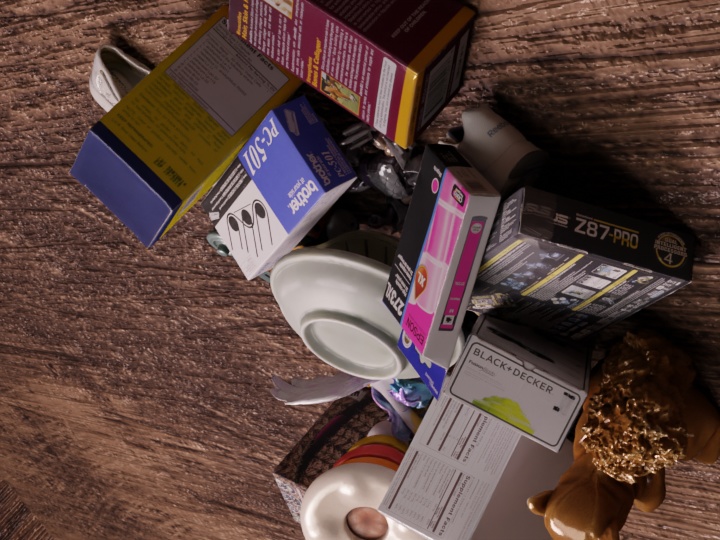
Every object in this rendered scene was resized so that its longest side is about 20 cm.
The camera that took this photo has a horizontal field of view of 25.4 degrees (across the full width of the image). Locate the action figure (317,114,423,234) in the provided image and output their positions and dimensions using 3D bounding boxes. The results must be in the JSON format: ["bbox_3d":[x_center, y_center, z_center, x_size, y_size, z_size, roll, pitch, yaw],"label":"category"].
[{"bbox_3d":[0.000,-0.096,1.522,0.199,0.069,0.131,13,136,41],"label":"action figure"}]

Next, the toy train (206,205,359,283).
[{"bbox_3d":[-0.080,-0.045,1.693,0.114,0.086,0.199,34,155,-23],"label":"toy train"}]

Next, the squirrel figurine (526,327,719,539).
[{"bbox_3d":[0.230,0.160,1.440,0.141,0.187,0.201,31,151,21],"label":"squirrel figurine"}]

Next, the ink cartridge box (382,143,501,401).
[{"bbox_3d":[0.062,0.002,1.364,0.095,0.037,0.201,-127,44,-53],"label":"ink cartridge box"}]

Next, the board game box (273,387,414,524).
[{"bbox_3d":[0.028,0.247,1.878,0.199,0.160,0.097,20,146,36],"label":"board game box"}]

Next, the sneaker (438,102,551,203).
[{"bbox_3d":[0.102,-0.080,1.419,0.087,0.074,0.200,53,150,11],"label":"sneaker"}]

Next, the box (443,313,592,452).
[{"bbox_3d":[0.146,0.091,1.452,0.116,0.060,0.200,27,-169,4],"label":"box"}]

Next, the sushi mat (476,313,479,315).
[{"bbox_3d":[0.100,0.005,1.588,0.096,0.012,0.200,42,154,1],"label":"sushi mat"}]

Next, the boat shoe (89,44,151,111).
[{"bbox_3d":[-0.215,-0.167,1.705,0.200,0.071,0.069,38,155,13],"label":"boat shoe"}]

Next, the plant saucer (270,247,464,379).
[{"bbox_3d":[-0.001,0.056,1.520,0.199,0.051,0.201,19,153,10],"label":"plant saucer"}]

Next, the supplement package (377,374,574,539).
[{"bbox_3d":[0.137,0.222,1.627,0.110,0.157,0.200,22,171,35],"label":"supplement package"}]

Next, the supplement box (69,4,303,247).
[{"bbox_3d":[-0.166,-0.139,1.535,0.109,0.200,0.110,44,153,-2],"label":"supplement box"}]

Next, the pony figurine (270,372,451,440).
[{"bbox_3d":[0.027,0.101,1.705,0.192,0.167,0.200,-8,136,39],"label":"pony figurine"}]

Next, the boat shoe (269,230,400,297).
[{"bbox_3d":[0.000,0.000,1.580,0.199,0.068,0.075,-1,88,45],"label":"boat shoe"}]

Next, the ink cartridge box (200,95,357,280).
[{"bbox_3d":[-0.082,-0.076,1.529,0.094,0.044,0.200,56,146,8],"label":"ink cartridge box"}]

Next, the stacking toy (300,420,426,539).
[{"bbox_3d":[0.023,0.231,1.757,0.145,0.200,0.147,5,116,10],"label":"stacking toy"}]

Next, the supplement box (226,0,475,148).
[{"bbox_3d":[-0.011,-0.210,1.345,0.199,0.086,0.111,35,153,15],"label":"supplement box"}]

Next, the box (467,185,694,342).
[{"bbox_3d":[0.167,0.000,1.371,0.160,0.050,0.200,14,159,-15],"label":"box"}]

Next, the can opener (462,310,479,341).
[{"bbox_3d":[0.117,0.074,1.598,0.199,0.064,0.079,35,129,-16],"label":"can opener"}]
